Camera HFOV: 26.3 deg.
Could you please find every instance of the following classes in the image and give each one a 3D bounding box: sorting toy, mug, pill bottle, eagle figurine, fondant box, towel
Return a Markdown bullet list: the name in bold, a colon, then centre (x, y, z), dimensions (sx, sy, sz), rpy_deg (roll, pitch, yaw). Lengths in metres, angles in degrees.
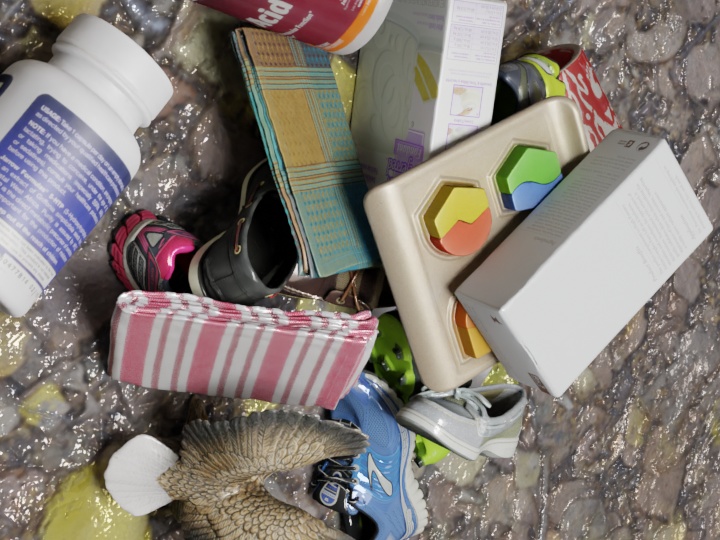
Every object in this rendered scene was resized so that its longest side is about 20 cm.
- **sorting toy**: centre (0.115, -0.020, 1.242), dimensions (0.199, 0.036, 0.186), rpy_deg (-27, 113, -19)
- **mug**: centre (0.190, -0.102, 1.437), dimensions (0.133, 0.178, 0.201), rpy_deg (-26, 110, 6)
- **pill bottle**: centre (-0.078, -0.247, 1.172), dimensions (0.199, 0.114, 0.115), rpy_deg (16, 92, -31)
- **eagle figurine**: centre (-0.088, 0.169, 1.227), dimensions (0.151, 0.199, 0.152), rpy_deg (-54, 128, -13)
- **pill bottle**: centre (-0.228, -0.079, 1.101), dimensions (0.200, 0.119, 0.120), rpy_deg (-53, 128, -14)
- **fondant box**: centre (0.049, -0.132, 1.286), dimensions (0.058, 0.144, 0.202), rpy_deg (1, 102, -27)
- **towel**: centre (-0.096, 0.061, 1.196), dimensions (0.198, 0.147, 0.030), rpy_deg (8, 62, -10)
- **towel**: centre (-0.039, -0.093, 1.228), dimensions (0.146, 0.022, 0.202), rpy_deg (-9, 81, -65)

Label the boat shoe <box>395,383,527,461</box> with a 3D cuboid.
- **boat shoe**: centre (0.093, 0.124, 1.348), dimensions (0.202, 0.074, 0.065), rpy_deg (17, 96, -60)

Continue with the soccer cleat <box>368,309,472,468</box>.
- **soccer cleat**: centre (0.058, 0.096, 1.396), dimensions (0.081, 0.067, 0.201), rpy_deg (-37, 140, -20)

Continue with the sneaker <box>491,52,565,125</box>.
- **sneaker**: centre (0.109, -0.088, 1.311), dimensions (0.081, 0.074, 0.202), rpy_deg (-3, 109, -52)

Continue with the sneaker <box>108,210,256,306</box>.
- **sneaker**: centre (-0.123, 0.038, 1.246), dimensions (0.081, 0.074, 0.200), rpy_deg (-53, 128, -15)

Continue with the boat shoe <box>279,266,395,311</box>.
- **boat shoe**: centre (0.000, 0.000, 1.323), dimensions (0.199, 0.072, 0.073), rpy_deg (9, 99, -29)

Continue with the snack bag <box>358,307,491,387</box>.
- **snack bag**: centre (0.093, 0.015, 1.446), dimensions (0.188, 0.021, 0.201), rpy_deg (40, 77, -39)

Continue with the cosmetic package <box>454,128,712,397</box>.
- **cosmetic package**: centre (0.179, -0.008, 1.226), dimensions (0.200, 0.074, 0.102), rpy_deg (-43, 118, -15)

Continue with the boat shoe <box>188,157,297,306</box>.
- **boat shoe**: centre (-0.067, -0.036, 1.228), dimensions (0.074, 0.063, 0.202), rpy_deg (58, 33, -20)

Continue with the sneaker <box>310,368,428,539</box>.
- **sneaker**: centre (0.001, 0.173, 1.379), dimensions (0.089, 0.078, 0.201), rpy_deg (-31, 120, -31)
